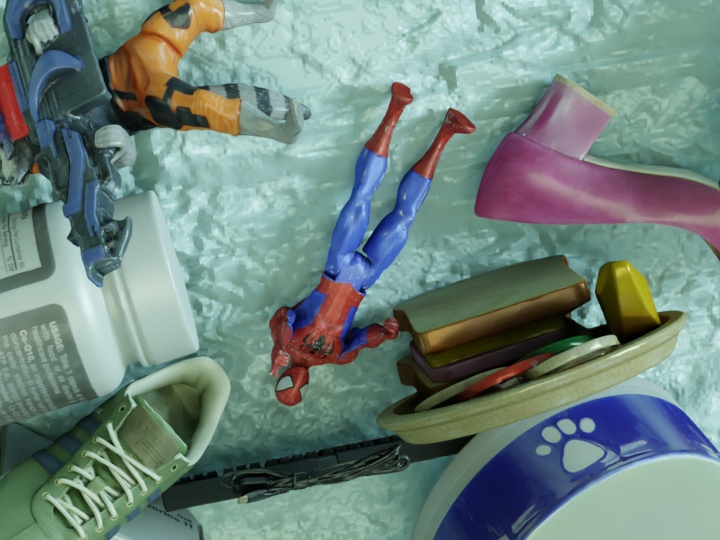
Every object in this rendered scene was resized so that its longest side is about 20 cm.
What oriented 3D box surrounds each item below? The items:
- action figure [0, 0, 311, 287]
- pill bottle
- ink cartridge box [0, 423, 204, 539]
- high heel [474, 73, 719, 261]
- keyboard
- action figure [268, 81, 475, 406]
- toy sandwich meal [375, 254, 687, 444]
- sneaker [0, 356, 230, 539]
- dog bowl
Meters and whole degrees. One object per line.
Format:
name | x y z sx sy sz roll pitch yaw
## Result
action figure | -0.125 -0.073 1.179 0.192 0.202 0.105 -13 154 4
pill bottle | -0.198 0.027 1.206 0.198 0.114 0.115 -16 109 -2
ink cartridge box | -0.200 0.215 1.282 0.146 0.083 0.201 27 102 -16
high heel | 0.167 -0.023 1.261 0.199 0.067 0.096 33 93 -12
keyboard | -0.020 0.113 1.256 0.198 0.127 0.021 -12 90 -5
action figure | 0.000 0.000 1.237 0.065 0.099 0.201 23 106 -13
toy sandwich meal | 0.090 0.036 1.208 0.203 0.205 0.071 -19 92 -1
sneaker | -0.141 0.107 1.191 0.067 0.200 0.090 49 127 -1
dog bowl | 0.131 0.165 1.272 0.198 0.079 0.201 -18 131 -21
